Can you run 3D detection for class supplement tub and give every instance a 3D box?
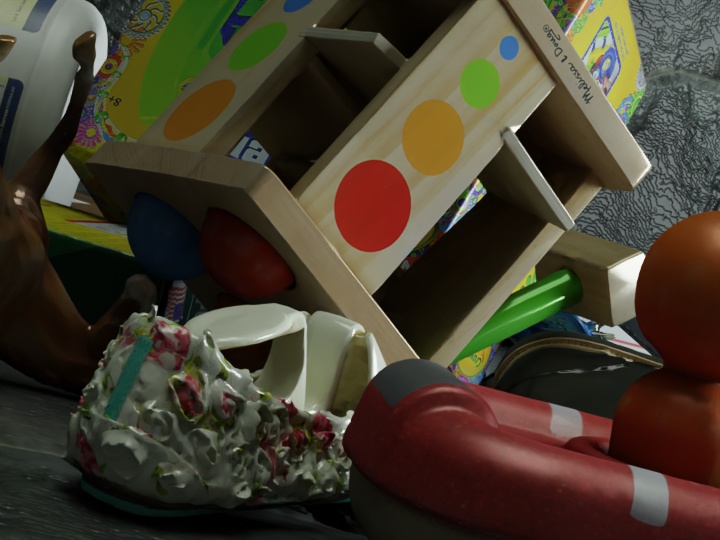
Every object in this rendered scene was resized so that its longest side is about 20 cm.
[{"bbox_3d":[-0.248,-0.098,1.190,0.199,0.146,0.145,15,4,1],"label":"supplement tub"}]

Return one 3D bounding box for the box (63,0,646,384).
[{"bbox_3d":[0.001,-0.075,1.058,0.199,0.193,0.122,22,-20,24],"label":"box"}]

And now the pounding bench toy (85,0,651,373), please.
[{"bbox_3d":[0.018,-0.008,0.869,0.124,0.156,0.200,12,-34,55],"label":"pounding bench toy"}]

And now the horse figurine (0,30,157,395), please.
[{"bbox_3d":[-0.166,-0.019,0.790,0.199,0.133,0.050,-1,15,-25],"label":"horse figurine"}]

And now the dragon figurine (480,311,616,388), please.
[{"bbox_3d":[0.097,0.048,1.063,0.199,0.059,0.099,27,5,39],"label":"dragon figurine"}]

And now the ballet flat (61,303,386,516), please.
[{"bbox_3d":[-0.023,0.044,0.727,0.075,0.064,0.200,16,4,23],"label":"ballet flat"}]

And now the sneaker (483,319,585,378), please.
[{"bbox_3d":[0.085,0.023,1.238,0.073,0.082,0.200,16,3,32],"label":"sneaker"}]

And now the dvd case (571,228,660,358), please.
[{"bbox_3d":[0.146,0.019,1.228,0.200,0.025,0.150,37,6,-48],"label":"dvd case"}]

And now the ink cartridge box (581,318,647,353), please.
[{"bbox_3d":[0.130,0.023,1.482,0.115,0.067,0.200,14,5,-23],"label":"ink cartridge box"}]

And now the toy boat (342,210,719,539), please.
[{"bbox_3d":[0.100,0.047,0.671,0.199,0.132,0.131,14,5,-12],"label":"toy boat"}]

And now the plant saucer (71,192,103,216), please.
[{"bbox_3d":[-0.216,-0.040,1.335,0.199,0.030,0.200,16,4,-1],"label":"plant saucer"}]

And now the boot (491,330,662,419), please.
[{"bbox_3d":[0.148,0.081,0.892,0.199,0.078,0.138,5,10,5],"label":"boot"}]

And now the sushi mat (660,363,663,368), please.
[{"bbox_3d":[0.143,0.069,0.831,0.095,0.012,0.200,26,28,17],"label":"sushi mat"}]

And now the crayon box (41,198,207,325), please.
[{"bbox_3d":[-0.158,-0.007,0.978,0.199,0.051,0.127,17,5,15],"label":"crayon box"}]
